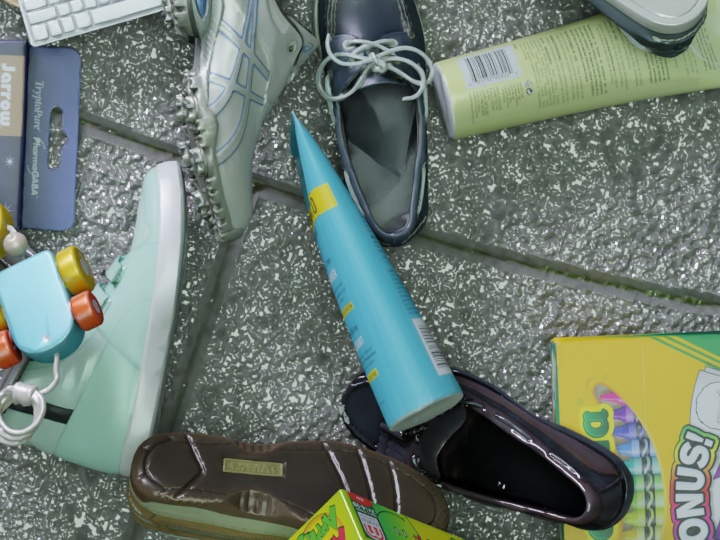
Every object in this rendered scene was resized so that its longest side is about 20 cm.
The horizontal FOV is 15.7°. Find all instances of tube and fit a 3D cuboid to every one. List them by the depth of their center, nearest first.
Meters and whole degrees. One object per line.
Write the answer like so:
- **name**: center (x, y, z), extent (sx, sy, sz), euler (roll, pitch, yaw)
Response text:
- **tube**: center (0.000, 0.000, 1.615), extent (0.050, 0.077, 0.201), euler (-22, 75, -13)
- **tube**: center (0.147, -0.130, 1.666), extent (0.199, 0.052, 0.058), euler (-16, 125, -7)

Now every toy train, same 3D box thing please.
- **toy train**: center (-0.245, 0.029, 1.589), extent (0.199, 0.056, 0.151), euler (25, 80, 24)

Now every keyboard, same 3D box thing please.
- **keyboard**: center (-0.118, -0.194, 1.632), extent (0.199, 0.011, 0.057), euler (-16, 93, -3)

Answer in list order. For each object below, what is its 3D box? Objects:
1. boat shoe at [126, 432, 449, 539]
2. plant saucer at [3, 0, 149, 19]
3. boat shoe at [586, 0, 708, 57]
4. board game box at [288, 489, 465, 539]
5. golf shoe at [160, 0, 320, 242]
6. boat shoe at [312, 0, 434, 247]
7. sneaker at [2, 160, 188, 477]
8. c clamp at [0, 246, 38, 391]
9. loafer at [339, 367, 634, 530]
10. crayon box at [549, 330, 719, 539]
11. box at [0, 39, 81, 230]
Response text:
- **boat shoe**: center (-0.046, 0.149, 1.624), extent (0.199, 0.076, 0.072), euler (12, 51, -1)
- **plant saucer**: center (-0.180, -0.259, 1.650), extent (0.199, 0.035, 0.201), euler (0, 91, -4)
- **boat shoe**: center (0.136, -0.205, 1.647), extent (0.200, 0.062, 0.073), euler (41, 74, 20)
- **board game box**: center (0.029, 0.208, 1.590), extent (0.200, 0.048, 0.102), euler (26, 119, -42)
- **golf shoe**: center (-0.068, -0.118, 1.610), extent (0.097, 0.078, 0.201), euler (-7, 100, -13)
- **boat shoe**: center (0.009, -0.115, 1.649), extent (0.074, 0.062, 0.201), euler (-2, 91, -3)
- **sneaker**: center (-0.174, 0.022, 1.638), extent (0.118, 0.074, 0.202), euler (11, 89, 0)
- **c clamp**: center (-0.288, 0.054, 1.629), extent (0.170, 0.027, 0.200), euler (28, 80, 28)
- **loafer**: center (0.072, 0.109, 1.623), extent (0.199, 0.063, 0.072), euler (20, 101, 20)
- **crayon box**: center (0.211, 0.140, 1.665), extent (0.172, 0.058, 0.201), euler (-3, 91, -3)
- **box**: center (-0.279, -0.089, 1.652), extent (0.199, 0.032, 0.122), euler (2, 91, -4)
